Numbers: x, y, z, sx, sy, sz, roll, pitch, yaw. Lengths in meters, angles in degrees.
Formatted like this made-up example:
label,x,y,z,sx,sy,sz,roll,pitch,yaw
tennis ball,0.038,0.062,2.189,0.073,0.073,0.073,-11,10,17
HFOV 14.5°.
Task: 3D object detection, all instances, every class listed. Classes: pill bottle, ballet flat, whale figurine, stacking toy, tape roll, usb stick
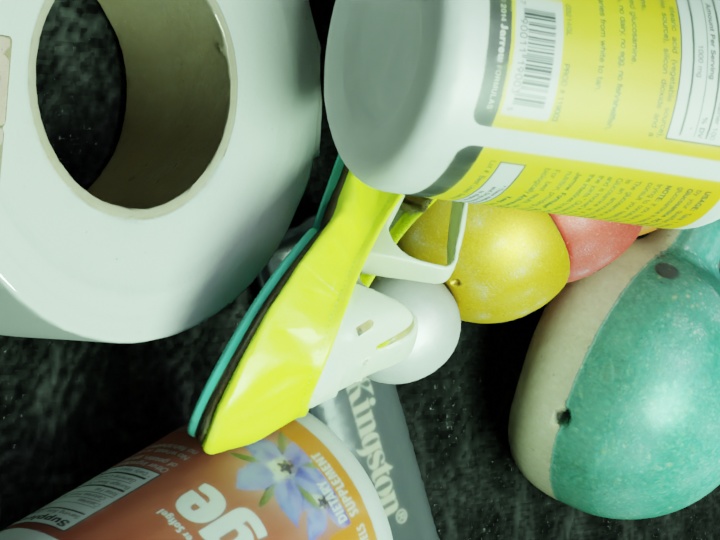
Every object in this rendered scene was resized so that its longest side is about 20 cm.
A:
label,x,y,z,sx,sy,sz,roll,pitch,yaw
pill bottle,-0.089,0.136,1.099,0.200,0.112,0.113,-30,112,-41
ballet flat,0.000,0.000,1.129,0.067,0.067,0.200,25,54,3
whale figurine,0.153,0.045,1.335,0.200,0.103,0.160,-24,135,-54
pill bottle,0.095,-0.076,1.124,0.199,0.112,0.113,7,86,-26
stacking toy,0.058,-0.026,1.233,0.200,0.146,0.146,-48,123,-24
tape roll,-0.108,-0.073,1.105,0.202,0.071,0.204,-1,91,-45
usb stick,-0.004,0.068,1.239,0.055,0.033,0.201,-31,113,-41

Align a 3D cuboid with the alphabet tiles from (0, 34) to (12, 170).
label,x,y,z,sx,sy,sz,roll,pitch,yaw
alphabet tiles,-0.217,-0.013,0.964,0.199,0.008,0.168,8,83,-31
